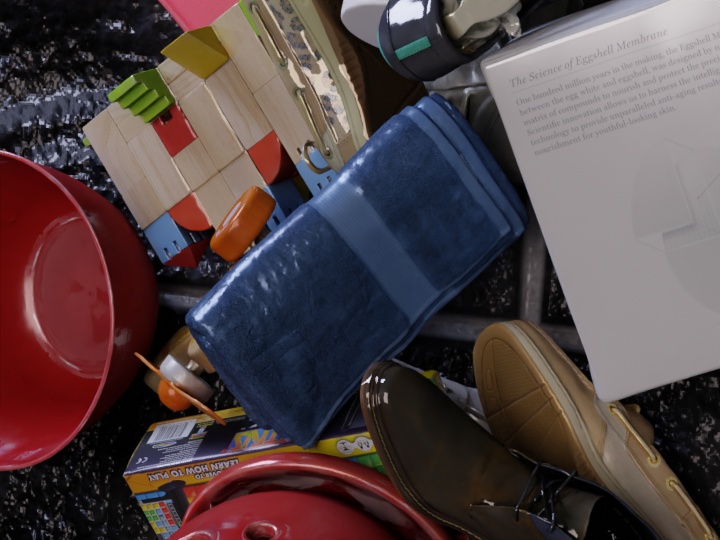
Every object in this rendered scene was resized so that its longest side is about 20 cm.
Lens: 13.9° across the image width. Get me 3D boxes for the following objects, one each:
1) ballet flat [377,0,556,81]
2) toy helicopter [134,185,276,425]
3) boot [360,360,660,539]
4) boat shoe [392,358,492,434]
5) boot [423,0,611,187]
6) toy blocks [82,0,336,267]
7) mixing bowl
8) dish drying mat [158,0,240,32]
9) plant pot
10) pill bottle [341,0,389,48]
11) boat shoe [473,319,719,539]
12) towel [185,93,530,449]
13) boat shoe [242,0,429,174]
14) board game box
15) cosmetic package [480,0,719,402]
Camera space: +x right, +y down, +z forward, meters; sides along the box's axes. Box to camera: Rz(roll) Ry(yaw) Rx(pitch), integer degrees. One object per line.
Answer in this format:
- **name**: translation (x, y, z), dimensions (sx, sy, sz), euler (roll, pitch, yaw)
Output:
- **ballet flat**: translation (0.092, -0.173, 1.613), dimensions (0.073, 0.073, 0.200), euler (36, 62, 23)
- **toy helicopter**: translation (-0.089, 0.043, 1.774), dimensions (0.079, 0.133, 0.200), euler (35, 153, -9)
- **boot**: translation (0.089, 0.116, 1.637), dimensions (0.097, 0.075, 0.200), euler (-16, 125, 44)
- **boat shoe**: translation (0.026, 0.093, 1.768), dimensions (0.199, 0.069, 0.071), euler (25, 98, 24)
- **boot**: translation (0.089, -0.146, 1.740), dimensions (0.130, 0.068, 0.201), euler (17, 97, 32)
- **toy blocks**: translation (-0.077, -0.072, 1.816), dimensions (0.200, 0.100, 0.137), euler (-35, 84, 35)
- **mixing bowl**: translation (-0.201, 0.021, 1.860), dimensions (0.199, 0.108, 0.201), euler (3, 96, 34)
- **dish drying mat**: translation (-0.056, -0.233, 1.839), dimensions (0.200, 0.018, 0.077), euler (-48, 69, 21)
- **plant pot**: translation (-0.044, 0.214, 1.654), dimensions (0.199, 0.183, 0.201), euler (9, 128, 12)
- **pill bottle**: translation (0.050, -0.228, 1.698), dimensions (0.111, 0.111, 0.201), euler (5, 73, 28)
- **boat shoe**: translation (0.140, 0.110, 1.711), dimensions (0.200, 0.069, 0.074), euler (58, 143, 8)
- **towel**: translation (0.000, 0.000, 1.676), dimensions (0.200, 0.112, 0.049), euler (-43, 35, -9)
- **boat shoe**: translation (-0.011, -0.109, 1.732), dimensions (0.062, 0.073, 0.201), euler (-18, 98, 37)
- **board game box**: translation (-0.017, 0.154, 1.754), dimensions (0.199, 0.057, 0.166), euler (-12, 118, 28)
- **cosmetic package**: translation (0.199, -0.062, 1.611), dimensions (0.199, 0.123, 0.201), euler (-17, 99, 19)
